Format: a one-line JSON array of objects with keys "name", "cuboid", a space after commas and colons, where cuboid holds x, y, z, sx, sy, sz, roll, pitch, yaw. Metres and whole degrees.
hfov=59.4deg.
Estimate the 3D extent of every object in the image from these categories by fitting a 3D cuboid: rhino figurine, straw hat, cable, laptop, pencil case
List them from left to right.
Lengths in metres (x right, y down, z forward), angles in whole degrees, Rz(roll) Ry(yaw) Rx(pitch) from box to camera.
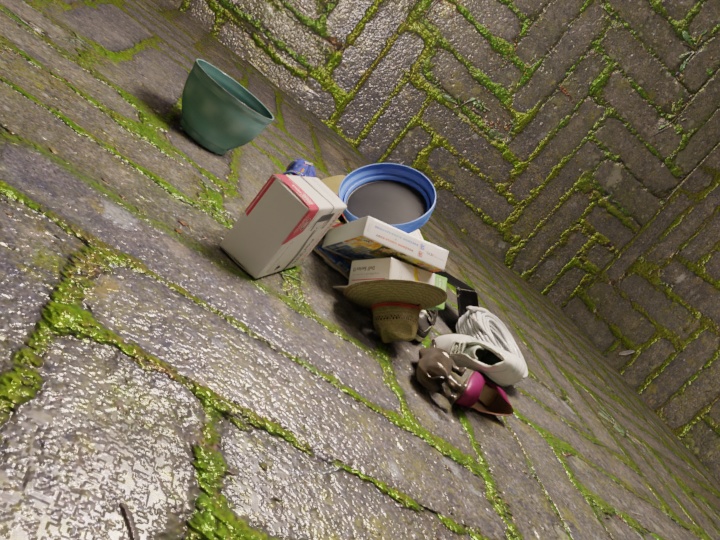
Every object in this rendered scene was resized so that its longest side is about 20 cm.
[{"name": "pencil case", "cuboid": [-0.149, -0.212, 1.493, 0.078, 0.087, 0.200, 41, 15, -11]}, {"name": "straw hat", "cuboid": [0.063, 0.085, 1.120, 0.200, 0.200, 0.086, 24, 63, -48]}, {"name": "rhino figurine", "cuboid": [0.141, 0.172, 1.131, 0.087, 0.060, 0.200, 32, 11, 2]}, {"name": "laptop", "cuboid": [0.233, 0.082, 1.624, 0.177, 0.103, 0.202, 8, 76, -64]}, {"name": "cable", "cuboid": [0.307, 0.178, 1.470, 0.201, 0.069, 0.200, 59, 22, 17]}]

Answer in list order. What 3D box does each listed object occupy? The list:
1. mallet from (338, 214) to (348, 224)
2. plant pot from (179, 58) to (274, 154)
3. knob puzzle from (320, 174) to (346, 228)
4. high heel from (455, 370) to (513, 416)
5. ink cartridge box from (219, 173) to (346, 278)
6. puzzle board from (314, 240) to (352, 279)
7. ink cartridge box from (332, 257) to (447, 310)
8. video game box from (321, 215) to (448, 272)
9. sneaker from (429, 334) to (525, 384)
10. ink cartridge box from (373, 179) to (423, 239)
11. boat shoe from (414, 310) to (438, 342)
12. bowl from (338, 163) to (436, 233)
[{"name": "mallet", "cuboid": [-0.039, -0.110, 1.319, 0.200, 0.041, 0.066, 50, 12, -43]}, {"name": "plant pot", "cuboid": [-0.307, -0.339, 1.368, 0.200, 0.134, 0.200, 38, 14, -11]}, {"name": "knob puzzle", "cuboid": [-0.039, -0.144, 1.501, 0.218, 0.030, 0.221, 19, 49, -23]}, {"name": "high heel", "cuboid": [0.233, 0.234, 1.152, 0.096, 0.068, 0.200, 34, 8, 20]}, {"name": "ink cartridge box", "cuboid": [-0.119, -0.075, 1.031, 0.085, 0.146, 0.200, 42, 15, 5]}, {"name": "puzzle board", "cuboid": [0.000, 0.000, 1.335, 0.200, 0.017, 0.151, 40, 25, 1]}, {"name": "ink cartridge box", "cuboid": [0.057, 0.024, 1.204, 0.199, 0.068, 0.117, 19, -15, -40]}, {"name": "video game box", "cuboid": [0.043, -0.041, 1.232, 0.181, 0.047, 0.200, 19, -12, -22]}, {"name": "sneaker", "cuboid": [0.211, 0.155, 1.201, 0.199, 0.071, 0.080, 11, -18, 41]}, {"name": "ink cartridge box", "cuboid": [0.069, -0.087, 1.403, 0.200, 0.082, 0.147, 46, 19, -43]}, {"name": "boat shoe", "cuboid": [0.127, 0.091, 1.325, 0.072, 0.066, 0.201, 41, 14, 3]}, {"name": "bowl", "cuboid": [0.054, -0.144, 1.286, 0.199, 0.040, 0.202, 0, 45, 0]}]
